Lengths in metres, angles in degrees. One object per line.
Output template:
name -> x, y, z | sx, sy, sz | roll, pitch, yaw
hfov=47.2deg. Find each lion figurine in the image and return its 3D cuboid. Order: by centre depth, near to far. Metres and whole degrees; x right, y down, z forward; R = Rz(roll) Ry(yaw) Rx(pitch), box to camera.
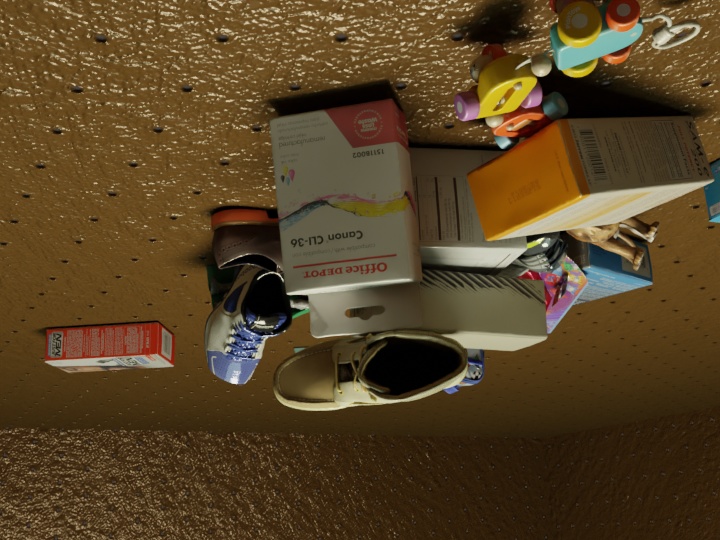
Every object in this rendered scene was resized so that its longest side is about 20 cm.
lion figurine -> 0.284, -0.055, 0.974 | 0.122, 0.073, 0.200 | 27, 178, 19

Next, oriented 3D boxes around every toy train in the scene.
toy train -> 0.155, -0.165, 0.656 | 0.150, 0.056, 0.200 | -7, 164, -40

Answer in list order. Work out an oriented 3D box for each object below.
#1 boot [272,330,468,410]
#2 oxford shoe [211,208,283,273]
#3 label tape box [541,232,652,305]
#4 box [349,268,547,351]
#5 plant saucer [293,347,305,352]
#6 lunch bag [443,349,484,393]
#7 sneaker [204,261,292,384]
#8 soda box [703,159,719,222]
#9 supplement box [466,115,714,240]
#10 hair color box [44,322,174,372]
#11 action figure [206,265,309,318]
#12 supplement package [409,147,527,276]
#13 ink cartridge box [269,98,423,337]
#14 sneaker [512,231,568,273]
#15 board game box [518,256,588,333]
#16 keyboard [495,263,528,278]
boot -> 0.002, 0.094, 0.774 | 0.200, 0.072, 0.155 | -7, 173, 6
oxford shoe -> -0.079, -0.028, 0.997 | 0.200, 0.073, 0.071 | 0, 161, -11
label tape box -> 0.288, 0.004, 1.175 | 0.143, 0.066, 0.200 | 12, 160, -36
box -> 0.093, 0.043, 0.884 | 0.200, 0.069, 0.082 | 5, 164, -18
plant saucer -> -0.037, 0.171, 1.713 | 0.200, 0.019, 0.070 | -4, 162, -1
lunch bag -> 0.123, 0.112, 1.322 | 0.200, 0.161, 0.075 | 15, 155, -42
sneaker -> -0.142, 0.064, 1.042 | 0.080, 0.200, 0.115 | 15, -160, -20
soda box -> 0.451, -0.111, 0.845 | 0.068, 0.064, 0.200 | 5, 161, -23
supplement box -> 0.220, -0.090, 0.787 | 0.200, 0.074, 0.126 | -8, 168, -36
hair color box -> -0.445, 0.140, 1.477 | 0.200, 0.064, 0.111 | -3, 163, 3
action figure -> -0.107, 0.028, 1.152 | 0.200, 0.118, 0.055 | -7, 155, -16
supplement package -> 0.057, -0.058, 0.867 | 0.200, 0.110, 0.114 | 1, 163, -12
ink cartridge box -> -0.010, -0.042, 0.745 | 0.116, 0.200, 0.067 | -7, 176, 13
sneaker -> 0.204, -0.037, 0.942 | 0.081, 0.074, 0.200 | 29, -179, 1
board game box -> 0.206, 0.031, 1.118 | 0.158, 0.039, 0.200 | 27, 144, 5
keyboard -> 0.103, -0.016, 0.994 | 0.200, 0.011, 0.056 | 17, -158, 39
